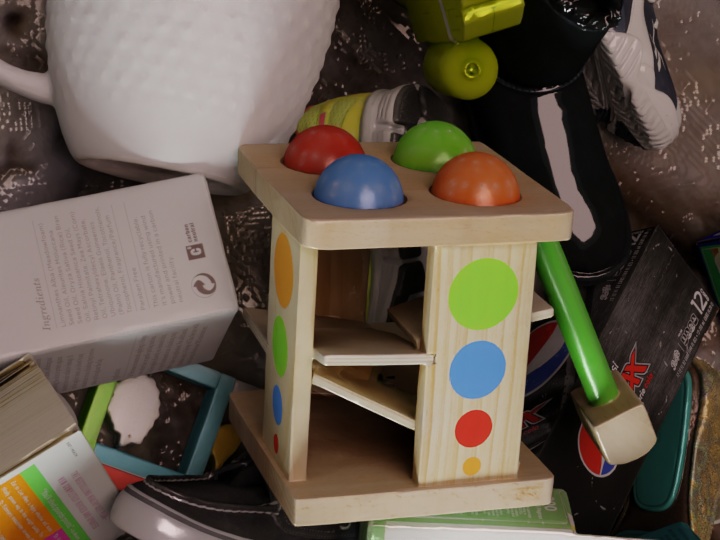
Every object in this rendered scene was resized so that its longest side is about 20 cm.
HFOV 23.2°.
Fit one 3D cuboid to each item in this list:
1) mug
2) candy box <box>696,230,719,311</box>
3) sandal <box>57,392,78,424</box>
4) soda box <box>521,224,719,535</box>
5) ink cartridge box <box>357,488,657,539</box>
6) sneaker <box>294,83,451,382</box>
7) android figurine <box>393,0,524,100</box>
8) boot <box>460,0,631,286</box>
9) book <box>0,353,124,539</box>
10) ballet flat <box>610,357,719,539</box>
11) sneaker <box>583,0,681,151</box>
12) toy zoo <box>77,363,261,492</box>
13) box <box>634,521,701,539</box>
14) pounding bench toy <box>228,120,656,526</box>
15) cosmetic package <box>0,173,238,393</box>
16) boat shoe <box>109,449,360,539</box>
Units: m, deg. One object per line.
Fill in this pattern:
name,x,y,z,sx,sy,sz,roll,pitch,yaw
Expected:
mug,-0.109,-0.137,0.869,0.198,0.148,0.177,10,85,-2
candy box,0.318,0.044,1.061,0.168,0.077,0.202,-22,94,-23
sandal,-0.228,0.115,0.839,0.202,0.050,0.083,-30,142,-9
soda box,0.120,0.070,0.951,0.071,0.063,0.201,49,52,-23
ink cartridge box,0.095,0.181,0.865,0.198,0.048,0.147,3,112,-4
sneaker,0.000,0.000,0.937,0.078,0.090,0.202,-8,103,-55
android figurine,0.034,-0.174,0.858,0.041,0.200,0.184,-17,101,-5
boot,0.102,-0.107,0.911,0.073,0.163,0.200,-16,73,-15
book,-0.204,0.140,0.798,0.199,0.134,0.048,-34,60,-11
ballet flat,0.180,0.151,1.007,0.070,0.071,0.202,18,80,-20
sneaker,0.163,-0.181,1.009,0.129,0.079,0.200,-31,88,-13
toy zoo,-0.095,0.115,0.916,0.199,0.020,0.132,23,78,-19
box,0.098,0.209,0.935,0.198,0.049,0.083,-20,94,0
pounding bench toy,0.049,0.014,0.819,0.198,0.124,0.158,-2,109,-18
cosmetic package,-0.166,0.020,0.832,0.198,0.101,0.072,-12,76,-16
boat shoe,-0.037,0.115,0.864,0.199,0.070,0.067,20,91,-43
